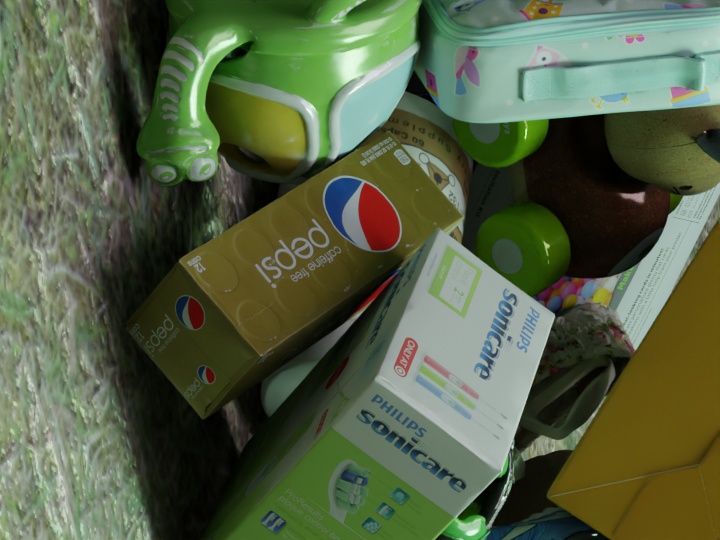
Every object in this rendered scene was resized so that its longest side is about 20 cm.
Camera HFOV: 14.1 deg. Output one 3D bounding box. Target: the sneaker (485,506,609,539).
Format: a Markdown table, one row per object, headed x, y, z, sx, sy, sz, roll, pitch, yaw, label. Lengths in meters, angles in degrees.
| x | y | z | sx | sy | sz | roll | pitch | yaw | label |
| --- | --- | --- | --- | --- | --- | --- | --- | --- | --- |
| 0.087 | 0.182 | 1.708 | 0.199 | 0.089 | 0.079 | -14 | 97 | -29 | sneaker |

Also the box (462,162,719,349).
| x | y | z | sx | sy | sz | roll | pitch | yaw | label |
| --- | --- | --- | --- | --- | --- | --- | --- | --- | --- |
| 0.140 | -0.024 | 1.896 | 0.200 | 0.041 | 0.156 | 12 | 109 | -46 | box |

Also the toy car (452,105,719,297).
| x | y | z | sx | sy | sz | roll | pitch | yaw | label |
| --- | --- | --- | --- | --- | --- | --- | --- | --- | --- |
| 0.185 | -0.070 | 1.713 | 0.164 | 0.199 | 0.158 | -28 | 113 | -47 | toy car |

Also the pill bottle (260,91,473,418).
| x | y | z | sx | sy | sz | roll | pitch | yaw | label |
| --- | --- | --- | --- | --- | --- | --- | --- | --- | --- |
| 0.000 | 0.000 | 1.702 | 0.115 | 0.114 | 0.201 | 66 | 26 | -46 | pill bottle |

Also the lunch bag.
| x | y | z | sx | sy | sz | roll | pitch | yaw | label |
| --- | --- | --- | --- | --- | --- | --- | --- | --- | --- |
| 0.127 | -0.144 | 1.634 | 0.161 | 0.199 | 0.077 | -116 | -160 | -62 | lunch bag |

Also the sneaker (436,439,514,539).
| x | y | z | sx | sy | sz | roll | pitch | yaw | label |
| --- | --- | --- | --- | --- | --- | --- | --- | --- | --- |
| 0.065 | 0.099 | 1.677 | 0.078 | 0.085 | 0.200 | 30 | 46 | -17 | sneaker |

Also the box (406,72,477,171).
| x | y | z | sx | sy | sz | roll | pitch | yaw | label |
| --- | --- | --- | --- | --- | --- | --- | --- | --- | --- |
| 0.076 | -0.126 | 1.959 | 0.199 | 0.123 | 0.201 | 68 | 26 | -46 | box |

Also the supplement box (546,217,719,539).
| x | y | z | sx | sy | sz | roll | pitch | yaw | label |
| --- | --- | --- | --- | --- | --- | --- | --- | --- | --- |
| 0.232 | 0.075 | 1.755 | 0.198 | 0.133 | 0.200 | -59 | 172 | 11 | supplement box |

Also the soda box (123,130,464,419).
| x | y | z | sx | sy | sz | roll | pitch | yaw | label |
| --- | --- | --- | --- | --- | --- | --- | --- | --- | --- |
| -0.033 | 0.000 | 1.548 | 0.068 | 0.064 | 0.200 | 49 | 42 | 6 | soda box |

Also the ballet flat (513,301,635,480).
| x | y | z | sx | sy | sz | roll | pitch | yaw | label |
| --- | --- | --- | --- | --- | --- | --- | --- | --- | --- |
| 0.099 | 0.096 | 1.867 | 0.064 | 0.200 | 0.076 | 42 | -12 | 39 | ballet flat |

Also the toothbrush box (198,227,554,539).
| x | y | z | sx | sy | sz | roll | pitch | yaw | label |
| --- | --- | --- | --- | --- | --- | --- | --- | --- | --- |
| 0.002 | 0.099 | 1.539 | 0.086 | 0.200 | 0.146 | 37 | 35 | -9 | toothbrush box |

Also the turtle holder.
| x | y | z | sx | sy | sz | roll | pitch | yaw | label |
| --- | --- | --- | --- | --- | --- | --- | --- | --- | --- |
| -0.039 | -0.113 | 1.574 | 0.186 | 0.140 | 0.132 | -79 | 173 | -60 | turtle holder |

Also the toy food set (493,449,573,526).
| x | y | z | sx | sy | sz | roll | pitch | yaw | label |
| --- | --- | --- | --- | --- | --- | --- | --- | --- | --- |
| 0.099 | 0.207 | 1.877 | 0.201 | 0.049 | 0.198 | -65 | -165 | -21 | toy food set |
